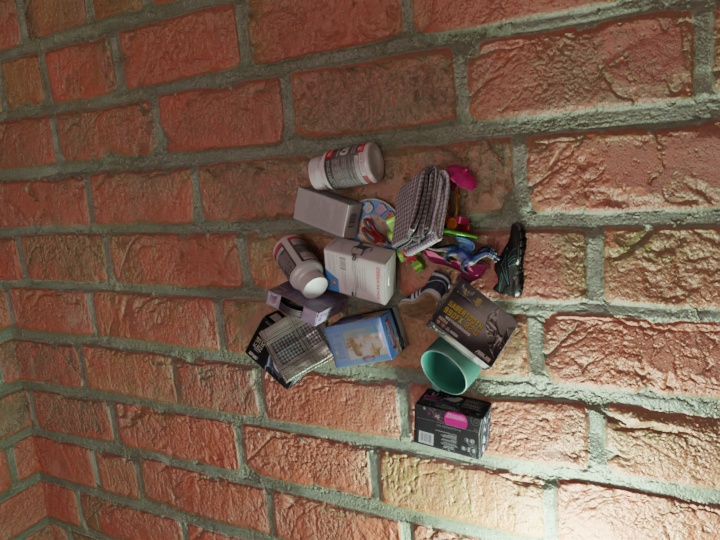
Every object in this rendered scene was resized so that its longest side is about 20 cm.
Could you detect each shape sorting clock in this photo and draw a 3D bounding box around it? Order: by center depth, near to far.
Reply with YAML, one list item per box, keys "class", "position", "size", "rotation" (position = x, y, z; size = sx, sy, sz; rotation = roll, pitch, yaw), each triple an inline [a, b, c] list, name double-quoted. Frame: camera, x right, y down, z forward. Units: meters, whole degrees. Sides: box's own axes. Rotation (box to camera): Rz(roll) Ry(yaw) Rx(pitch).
- class: "shape sorting clock"
  position: [0.038, -0.112, 1.665]
  size: [0.199, 0.039, 0.201]
  rotation: [6, 104, 26]

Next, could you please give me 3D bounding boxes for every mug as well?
- class: "mug"
  position: [0.253, 0.254, 1.588]
  size: [0.185, 0.114, 0.153]
  rotation: [-21, 104, 55]

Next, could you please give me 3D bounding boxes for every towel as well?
- class: "towel"
  position: [0.146, -0.152, 1.449]
  size: [0.165, 0.085, 0.201]
  rotation: [151, 134, -65]
- class: "towel"
  position: [-0.191, 0.226, 1.777]
  size: [0.199, 0.035, 0.193]
  rotation: [-28, 70, -12]

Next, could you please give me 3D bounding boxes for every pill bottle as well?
- class: "pill bottle"
  position: [-0.043, -0.294, 1.623]
  size: [0.199, 0.114, 0.115]
  rotation: [-6, 99, 27]
- class: "pill bottle"
  position: [-0.179, -0.010, 1.718]
  size: [0.200, 0.110, 0.111]
  rotation: [52, 122, 38]

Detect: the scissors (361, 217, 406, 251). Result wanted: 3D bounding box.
- class: "scissors"
  position: [0.067, -0.080, 1.582]
  size: [0.200, 0.014, 0.073]
  rotation: [41, 144, 35]

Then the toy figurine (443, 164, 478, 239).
- class: "toy figurine"
  position: [0.237, -0.190, 1.518]
  size: [0.199, 0.150, 0.185]
  rotation: [13, 94, 49]

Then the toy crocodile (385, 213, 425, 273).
- class: "toy crocodile"
  position: [0.125, -0.074, 1.581]
  size: [0.067, 0.062, 0.201]
  rotation: [-21, 127, 12]

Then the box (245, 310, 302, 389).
- class: "box"
  position: [-0.259, 0.261, 1.874]
  size: [0.200, 0.086, 0.164]
  rotation: [39, 116, 14]

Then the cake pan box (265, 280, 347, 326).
- class: "cake pan box"
  position: [-0.163, 0.090, 1.722]
  size: [0.183, 0.200, 0.053]
  rotation: [20, 110, 20]

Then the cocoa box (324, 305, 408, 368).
- class: "cocoa box"
  position: [0.018, 0.200, 1.692]
  size: [0.199, 0.131, 0.134]
  rotation: [-14, 95, 29]

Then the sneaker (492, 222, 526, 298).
- class: "sneaker"
  position: [0.390, -0.027, 1.485]
  size: [0.079, 0.075, 0.201]
  rotation: [8, 104, 28]

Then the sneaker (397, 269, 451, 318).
- class: "sneaker"
  position: [0.188, 0.067, 1.617]
  size: [0.070, 0.109, 0.200]
  rotation: [42, 151, -8]

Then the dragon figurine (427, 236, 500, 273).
- class: "dragon figurine"
  position: [0.266, -0.059, 1.492]
  size: [0.199, 0.059, 0.100]
  rotation: [29, 98, 6]

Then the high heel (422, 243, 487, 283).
- class: "high heel"
  position: [0.249, -0.045, 1.551]
  size: [0.200, 0.067, 0.096]
  rotation: [45, 127, 6]

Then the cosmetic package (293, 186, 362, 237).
- class: "cosmetic package"
  position: [-0.099, -0.177, 1.686]
  size: [0.199, 0.071, 0.102]
  rotation: [23, 111, 30]

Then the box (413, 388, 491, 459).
- class: "box"
  position: [0.267, 0.440, 1.631]
  size: [0.199, 0.115, 0.133]
  rotation: [8, 106, 27]

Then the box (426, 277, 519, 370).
- class: "box"
  position: [0.300, 0.142, 1.511]
  size: [0.200, 0.159, 0.048]
  rotation: [38, 159, 4]

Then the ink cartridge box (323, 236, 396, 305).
- class: "ink cartridge box"
  position: [0.000, 0.000, 1.662]
  size: [0.199, 0.086, 0.147]
  rotation: [14, 127, 23]
